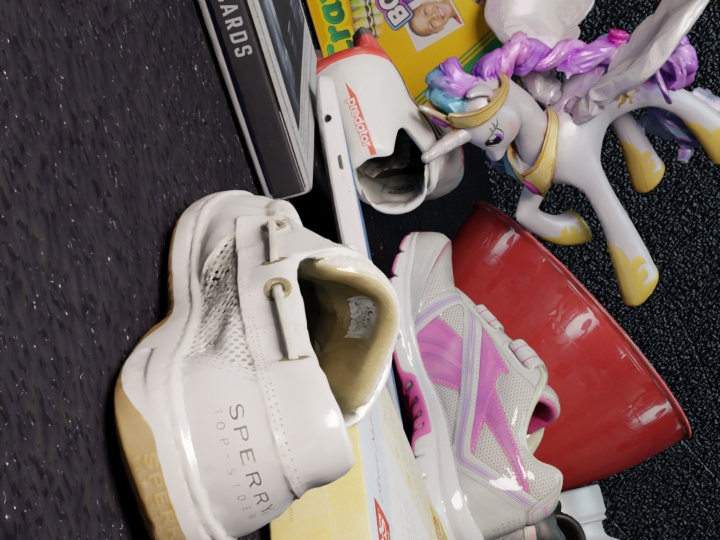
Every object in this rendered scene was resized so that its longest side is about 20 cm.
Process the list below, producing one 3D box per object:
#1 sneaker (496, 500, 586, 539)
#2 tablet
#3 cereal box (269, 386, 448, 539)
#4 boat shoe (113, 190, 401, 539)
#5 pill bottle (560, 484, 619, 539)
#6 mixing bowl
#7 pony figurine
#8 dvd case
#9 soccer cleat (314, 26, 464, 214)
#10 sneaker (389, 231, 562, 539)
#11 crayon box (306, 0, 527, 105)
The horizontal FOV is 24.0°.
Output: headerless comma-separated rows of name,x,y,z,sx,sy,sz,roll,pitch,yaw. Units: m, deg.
sneaker,0.100,0.186,1.044,0.200,0.087,0.074,64,14,-60
tablet,0.000,0.000,0.838,0.200,0.014,0.131,78,1,-72
cereal box,0.007,0.115,0.652,0.201,0.039,0.145,68,11,-47
boat shoe,-0.020,0.022,0.504,0.200,0.069,0.071,-86,159,-69
pill bottle,0.156,0.263,1.232,0.112,0.111,0.202,39,38,-78
mixing bowl,0.101,0.066,1.066,0.200,0.108,0.200,48,-4,5
pony figurine,0.134,-0.103,0.962,0.200,0.194,0.166,36,-4,-39
dvd case,-0.056,-0.151,0.726,0.151,0.024,0.202,-90,166,-62
soccer cleat,0.020,-0.064,0.971,0.200,0.068,0.086,47,24,-66
sneaker,0.065,0.066,0.955,0.082,0.087,0.202,81,0,-62
crayon box,0.023,-0.188,1.028,0.058,0.118,0.202,-87,161,-67
